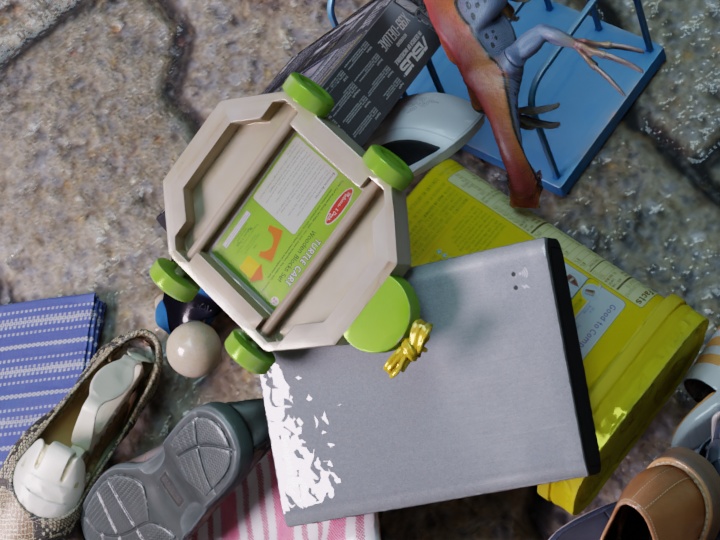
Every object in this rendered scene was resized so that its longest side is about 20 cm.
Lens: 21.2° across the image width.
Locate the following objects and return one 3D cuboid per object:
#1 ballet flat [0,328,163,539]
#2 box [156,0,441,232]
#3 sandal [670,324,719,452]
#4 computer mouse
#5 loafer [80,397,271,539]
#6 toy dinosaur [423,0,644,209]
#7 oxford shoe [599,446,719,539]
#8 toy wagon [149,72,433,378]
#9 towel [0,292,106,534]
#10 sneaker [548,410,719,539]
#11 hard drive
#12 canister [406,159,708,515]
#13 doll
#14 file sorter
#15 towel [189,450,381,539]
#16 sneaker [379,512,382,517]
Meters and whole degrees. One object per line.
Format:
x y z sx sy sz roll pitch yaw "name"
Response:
-0.197 0.116 1.334 0.068 0.075 0.200 32 57 -2 "ballet flat"
-0.033 -0.105 1.303 0.157 0.050 0.200 -29 19 47 "box"
0.264 0.050 1.240 0.206 0.079 0.059 -38 54 -17 "sandal"
0.003 -0.081 1.316 0.199 0.044 0.110 -24 16 42 "computer mouse"
-0.113 0.140 1.266 0.063 0.200 0.072 -20 77 -43 "loafer"
0.077 -0.126 1.238 0.199 0.105 0.182 12 51 3 "toy dinosaur"
0.153 0.197 1.117 0.071 0.201 0.071 29 37 36 "oxford shoe"
-0.032 -0.012 1.149 0.200 0.040 0.155 43 105 18 "toy wagon"
-0.263 0.113 1.420 0.144 0.024 0.201 -8 55 17 "towel"
0.194 0.143 1.161 0.201 0.146 0.077 -12 58 14 "sneaker"
0.035 0.069 1.155 0.199 0.033 0.141 -13 84 24 "hard drive"
0.096 0.037 1.215 0.200 0.087 0.149 35 70 18 "canister"
-0.113 -0.013 1.395 0.048 0.136 0.201 20 53 -19 "doll"
0.095 -0.176 1.408 0.199 0.123 0.139 28 71 32 "file sorter"
-0.066 0.158 1.262 0.200 0.030 0.147 -36 48 32 "towel"
0.040 0.098 1.284 0.199 0.071 0.098 -22 63 7 "sneaker"
